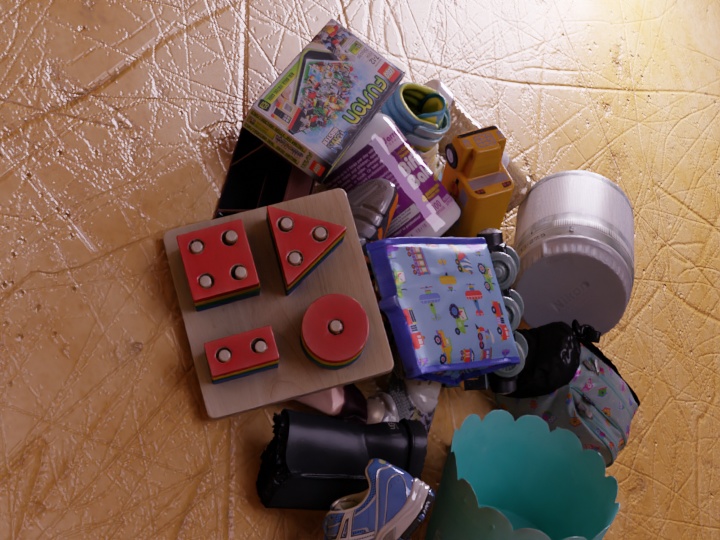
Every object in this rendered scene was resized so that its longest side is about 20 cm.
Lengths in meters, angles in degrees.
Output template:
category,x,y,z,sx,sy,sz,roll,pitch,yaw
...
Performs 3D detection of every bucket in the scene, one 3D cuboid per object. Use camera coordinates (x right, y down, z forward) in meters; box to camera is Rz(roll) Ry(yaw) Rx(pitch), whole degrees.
category,x,y,z,sx,sy,sz,roll,pitch,yaw
bucket,0.173,0.268,1.496,0.205,0.136,0.208,14,31,-8

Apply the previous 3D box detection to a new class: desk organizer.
category,x,y,z,sx,sy,sz,roll,pitch,yaw
desk organizer,-0.104,-0.082,1.501,0.077,0.071,0.201,34,50,-29

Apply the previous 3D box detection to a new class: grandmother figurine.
category,x,y,z,sx,sy,sz,roll,pitch,yaw
grandmother figurine,-0.032,0.136,1.488,0.199,0.060,0.122,31,41,-37

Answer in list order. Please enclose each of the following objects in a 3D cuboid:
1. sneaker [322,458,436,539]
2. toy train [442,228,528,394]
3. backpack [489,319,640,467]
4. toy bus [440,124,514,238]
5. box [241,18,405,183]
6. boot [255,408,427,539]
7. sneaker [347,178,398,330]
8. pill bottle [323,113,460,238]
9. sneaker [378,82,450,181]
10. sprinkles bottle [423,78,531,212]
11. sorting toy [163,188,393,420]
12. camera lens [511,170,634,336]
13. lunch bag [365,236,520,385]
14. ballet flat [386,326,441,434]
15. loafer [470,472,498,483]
category,x,y,z,sx,sy,sz,roll,pitch,yaw
sneaker,-0.011,0.274,1.369,0.077,0.200,0.076,39,9,1
toy train,0.138,0.052,1.632,0.085,0.113,0.202,-45,129,-76
backpack,0.259,0.161,1.729,0.200,0.166,0.127,43,63,-29
toy bus,0.135,-0.083,1.661,0.065,0.201,0.079,-15,57,-20
box,-0.038,-0.193,1.525,0.110,0.035,0.200,36,47,-1
boot,-0.029,0.240,1.423,0.167,0.076,0.202,5,110,-17
sneaker,0.000,0.000,1.547,0.112,0.077,0.201,37,82,-40
pill bottle,0.019,-0.113,1.607,0.200,0.112,0.112,52,42,-5
sneaker,0.081,-0.147,1.682,0.200,0.130,0.080,45,44,-24
sprinkles bottle,0.142,-0.163,1.804,0.200,0.068,0.069,44,45,-25
sorting toy,-0.083,0.026,1.382,0.197,0.070,0.202,-14,77,-8
camera lens,0.280,-0.023,1.792,0.160,0.159,0.201,46,31,-22
lunch bag,0.080,0.042,1.486,0.200,0.094,0.152,8,64,-61
ballet flat,0.064,0.106,1.594,0.072,0.072,0.202,10,65,-44
loafer,0.189,0.234,1.663,0.199,0.073,0.072,15,61,-43
